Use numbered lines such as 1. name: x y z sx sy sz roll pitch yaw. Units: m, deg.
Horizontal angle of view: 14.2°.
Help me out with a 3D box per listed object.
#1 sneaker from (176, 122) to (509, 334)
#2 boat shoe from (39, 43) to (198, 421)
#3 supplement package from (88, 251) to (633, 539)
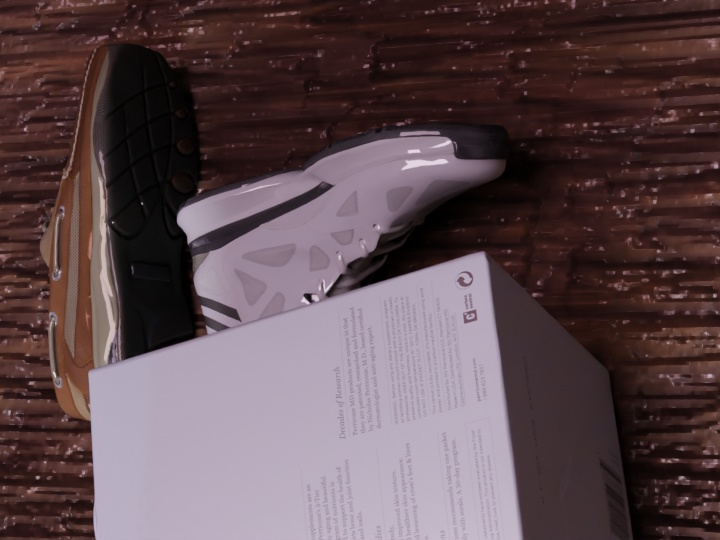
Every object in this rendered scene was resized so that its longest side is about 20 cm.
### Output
1. sneaker: 0.000 0.000 1.405 0.200 0.076 0.116 -19 78 39
2. boat shoe: -0.134 -0.017 1.493 0.074 0.076 0.201 -10 74 37
3. supplement package: 0.003 0.111 1.288 0.200 0.151 0.152 -17 61 20
